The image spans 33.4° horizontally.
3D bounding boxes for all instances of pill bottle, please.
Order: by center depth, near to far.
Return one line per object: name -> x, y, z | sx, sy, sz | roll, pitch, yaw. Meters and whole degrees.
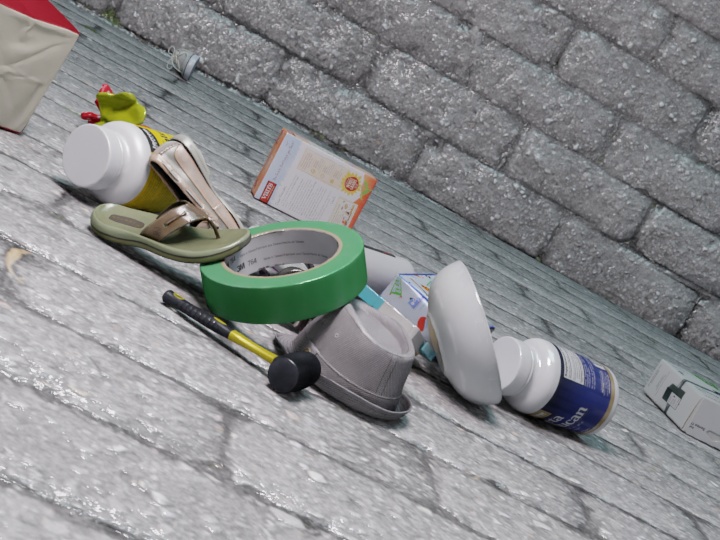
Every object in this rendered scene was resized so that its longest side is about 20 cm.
pill bottle -> -0.306, -0.140, 1.624 | 0.111, 0.112, 0.199 | 34, 12, 25
pill bottle -> 0.278, 0.166, 1.774 | 0.198, 0.112, 0.111 | 23, 12, -32

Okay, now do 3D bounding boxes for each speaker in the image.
speaker -> 0.000, 0.000, 1.886 | 0.081, 0.082, 0.199 | 38, 13, 38

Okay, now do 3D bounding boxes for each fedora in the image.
fedora -> -0.004, 0.090, 1.417 | 0.175, 0.091, 0.200 | 25, 11, -26

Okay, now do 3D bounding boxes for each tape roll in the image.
tape roll -> -0.091, -0.001, 1.434 | 0.197, 0.049, 0.201 | -6, 24, 3

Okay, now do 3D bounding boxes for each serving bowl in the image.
serving bowl -> 0.133, 0.093, 1.647 | 0.065, 0.203, 0.200 | -16, 17, -3

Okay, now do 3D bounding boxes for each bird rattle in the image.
bird rattle -> -0.375, -0.210, 1.911 | 0.163, 0.113, 0.200 | 39, -5, -12

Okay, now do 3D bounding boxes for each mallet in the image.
mallet -> -0.138, 0.074, 1.303 | 0.198, 0.042, 0.066 | 27, 12, 11

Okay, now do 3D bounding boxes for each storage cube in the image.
storage cube -> -0.531, -0.322, 1.654 | 0.180, 0.201, 0.170 | 43, 15, 30

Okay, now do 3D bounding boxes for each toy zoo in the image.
toy zoo -> 0.024, 0.058, 1.666 | 0.199, 0.020, 0.131 | 40, -10, 10

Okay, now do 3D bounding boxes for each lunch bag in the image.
lunch bag -> 0.115, 0.067, 1.854 | 0.160, 0.076, 0.199 | 41, 14, 19

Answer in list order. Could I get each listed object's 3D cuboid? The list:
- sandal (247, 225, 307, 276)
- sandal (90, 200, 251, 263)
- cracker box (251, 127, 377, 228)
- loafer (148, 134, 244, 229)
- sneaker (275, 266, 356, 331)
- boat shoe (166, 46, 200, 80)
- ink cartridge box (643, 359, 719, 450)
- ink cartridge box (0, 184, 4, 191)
sandal -> -0.116, -0.003, 1.686 | 0.083, 0.050, 0.203 | 52, 5, 23
sandal -> -0.229, -0.055, 1.438 | 0.198, 0.058, 0.080 | 12, 25, 5
cracker box -> -0.087, -0.159, 2.238 | 0.198, 0.135, 0.058 | 26, 10, -20
loafer -> -0.214, -0.079, 1.592 | 0.072, 0.063, 0.202 | -15, -73, 52
sneaker -> -0.051, 0.048, 1.582 | 0.199, 0.076, 0.115 | 35, 0, -30
boat shoe -> -0.484, -0.569, 3.245 | 0.085, 0.075, 0.202 | 27, 9, -13
ink cartridge box -> 0.682, 0.275, 2.426 | 0.145, 0.084, 0.200 | 26, 12, -17
ink cartridge box -> -0.457, -0.090, 1.162 | 0.198, 0.045, 0.176 | 28, 11, -13
